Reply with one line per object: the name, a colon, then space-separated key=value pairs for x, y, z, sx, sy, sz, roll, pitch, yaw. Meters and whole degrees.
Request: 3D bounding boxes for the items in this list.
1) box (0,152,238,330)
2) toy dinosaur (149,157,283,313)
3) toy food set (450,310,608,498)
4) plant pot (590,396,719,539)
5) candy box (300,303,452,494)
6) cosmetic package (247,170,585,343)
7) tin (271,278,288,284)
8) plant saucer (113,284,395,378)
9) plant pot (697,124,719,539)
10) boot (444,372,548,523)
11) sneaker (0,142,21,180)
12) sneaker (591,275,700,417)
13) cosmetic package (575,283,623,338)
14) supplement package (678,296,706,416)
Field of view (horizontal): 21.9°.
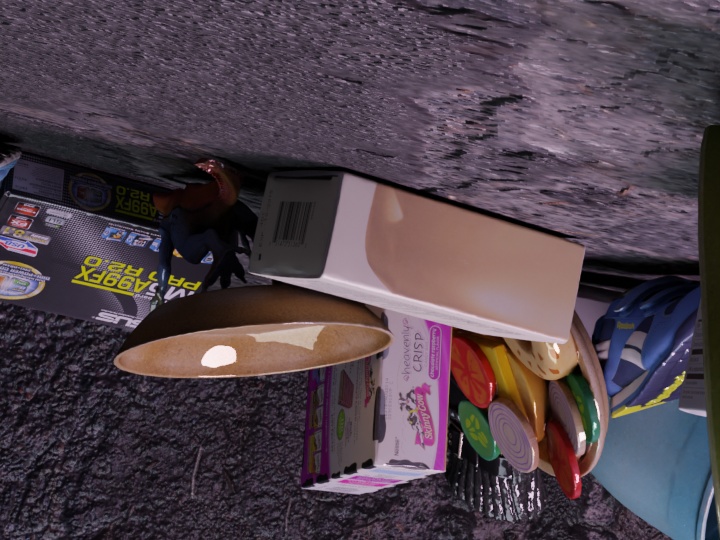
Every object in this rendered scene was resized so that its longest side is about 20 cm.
box: x=-0.222 y=-0.017 z=1.555 sx=0.200 sy=0.044 sz=0.160 roll=15 pitch=144 yaw=-22
toy dinosaur: x=-0.106 y=-0.045 z=1.371 sx=0.105 sy=0.200 sz=0.181 roll=-17 pitch=-142 yaw=-24
toy food set: x=0.121 y=0.075 z=1.411 sx=0.049 sy=0.198 sz=0.200 roll=-24 pitch=-167 yaw=-23
plant pot: x=0.266 y=0.119 z=1.581 sx=0.188 sy=0.200 sz=0.200 roll=28 pitch=-176 yaw=31
candy box: x=0.011 y=0.102 z=1.486 sx=0.061 sy=0.137 sz=0.200 roll=7 pitch=167 yaw=-16
cosmetic package: x=0.039 y=-0.008 z=1.239 sx=0.200 sy=0.071 sz=0.105 roll=15 pitch=174 yaw=-32
tin: x=0.000 y=0.000 z=1.413 sx=0.112 sy=0.042 sz=0.200 roll=-6 pitch=177 yaw=-20
plant saucer: x=-0.077 y=0.042 z=1.326 sx=0.200 sy=0.035 sz=0.200 roll=-6 pitch=168 yaw=-1
plant pot: x=0.235 y=0.030 z=0.689 sx=0.200 sy=0.187 sz=0.187 roll=-5 pitch=171 yaw=16
boot: x=0.094 y=0.111 z=1.649 sx=0.079 sy=0.158 sz=0.211 roll=-19 pitch=-140 yaw=-13
sneaker: x=-0.314 y=-0.060 z=1.437 sx=0.078 sy=0.090 sz=0.200 roll=14 pitch=175 yaw=-18
sneaker: x=0.214 y=0.039 z=1.312 sx=0.074 sy=0.082 sz=0.200 roll=-10 pitch=161 yaw=-22
cosmetic package: x=0.211 y=0.045 z=1.471 sx=0.200 sy=0.051 sz=0.083 roll=12 pitch=-175 yaw=39
supplement package: x=0.276 y=0.037 z=0.899 sx=0.200 sy=0.111 sz=0.156 roll=12 pitch=176 yaw=-3
